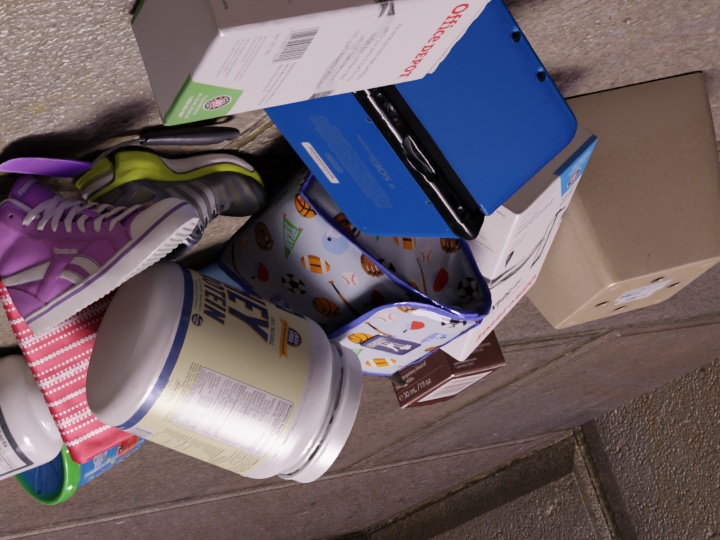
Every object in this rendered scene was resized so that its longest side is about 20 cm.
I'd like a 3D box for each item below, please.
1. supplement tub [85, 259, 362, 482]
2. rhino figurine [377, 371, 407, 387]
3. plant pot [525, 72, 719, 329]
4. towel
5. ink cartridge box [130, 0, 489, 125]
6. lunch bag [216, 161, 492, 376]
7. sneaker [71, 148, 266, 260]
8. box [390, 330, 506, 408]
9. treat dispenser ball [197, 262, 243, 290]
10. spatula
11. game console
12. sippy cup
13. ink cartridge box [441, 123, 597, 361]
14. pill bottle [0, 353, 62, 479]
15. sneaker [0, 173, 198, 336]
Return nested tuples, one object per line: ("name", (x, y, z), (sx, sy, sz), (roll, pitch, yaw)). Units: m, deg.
("supplement tub", (-0.114, 0.089, 1.675), (0.199, 0.146, 0.145), (23, 146, -24))
("rhino figurine", (0.005, 0.022, 1.894), (0.060, 0.201, 0.087), (-7, 154, -30))
("plant pot", (0.239, -0.056, 1.942), (0.199, 0.178, 0.200), (-13, 166, -24))
("towel", (-0.217, 0.059, 1.723), (0.144, 0.201, 0.022), (-27, -150, -14))
("ink cartridge box", (-0.032, -0.174, 1.313), (0.199, 0.085, 0.146), (-13, 165, -25))
("lunch bag", (0.000, 0.000, 1.744), (0.170, 0.200, 0.124), (-33, -163, 53))
("sneaker", (-0.150, -0.048, 1.647), (0.074, 0.081, 0.200), (-29, 163, 38))
("box", (0.057, 0.022, 1.946), (0.075, 0.201, 0.100), (-9, 162, -35))
("treat dispenser ball", (-0.111, 0.087, 1.974), (0.200, 0.202, 0.201), (-18, 166, -5))
("spatula", (-0.182, -0.093, 1.552), (0.199, 0.021, 0.056), (-14, 179, -29))
("game console", (0.041, -0.127, 1.533), (0.170, 0.119, 0.200), (3, 144, 38))
("sippy cup", (-0.311, 0.173, 2.209), (0.130, 0.140, 0.177), (-21, -147, -38))
("ink cartridge box", (0.120, -0.038, 1.805), (0.146, 0.084, 0.200), (-44, 160, -40))
("pill bottle", (-0.371, 0.153, 2.046), (0.199, 0.120, 0.120), (-21, 166, 9))
("sneaker", (-0.218, -0.033, 1.538), (0.200, 0.115, 0.073), (-28, -176, 36))
